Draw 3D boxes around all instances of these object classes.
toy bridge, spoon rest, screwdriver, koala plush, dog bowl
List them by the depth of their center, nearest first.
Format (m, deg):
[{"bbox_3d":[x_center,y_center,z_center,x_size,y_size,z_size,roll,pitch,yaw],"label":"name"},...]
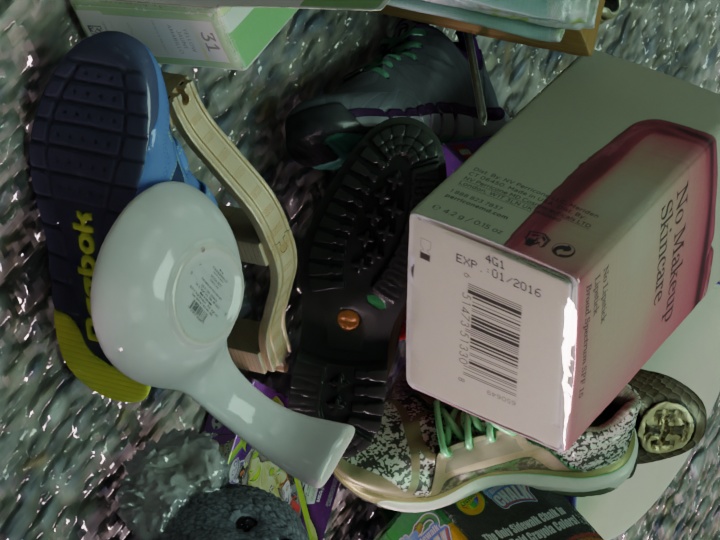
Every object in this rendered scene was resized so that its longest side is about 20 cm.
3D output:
[{"bbox_3d":[-0.076,0.037,1.256,0.099,0.061,0.200,-58,135,-25],"label":"spoon rest"},{"bbox_3d":[-0.089,0.189,1.301,0.177,0.184,0.200,43,44,-18],"label":"koala plush"},{"bbox_3d":[-0.069,-0.019,1.339,0.027,0.067,0.200,-51,137,-35],"label":"toy bridge"},{"bbox_3d":[0.062,-0.130,1.447,0.028,0.029,0.200,31,30,-20],"label":"screwdriver"},{"bbox_3d":[0.169,0.081,1.667,0.200,0.079,0.200,-41,146,-35],"label":"dog bowl"}]

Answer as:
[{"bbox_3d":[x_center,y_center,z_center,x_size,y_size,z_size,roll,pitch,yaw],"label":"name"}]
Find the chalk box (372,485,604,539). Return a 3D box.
[{"bbox_3d":[0.073,0.201,1.534,0.125,0.200,0.124,-9,139,-53],"label":"chalk box"}]

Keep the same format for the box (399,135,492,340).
[{"bbox_3d":[0.081,-0.025,1.525,0.200,0.039,0.137,-12,142,-55],"label":"box"}]

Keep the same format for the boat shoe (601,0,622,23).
[{"bbox_3d":[0.106,-0.221,1.539,0.200,0.068,0.075,44,63,-52],"label":"boat shoe"}]

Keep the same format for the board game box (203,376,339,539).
[{"bbox_3d":[-0.069,0.171,1.429,0.120,0.032,0.200,35,69,-59],"label":"board game box"}]

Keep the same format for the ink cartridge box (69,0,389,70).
[{"bbox_3d":[-0.029,-0.161,1.236,0.146,0.200,0.048,-53,136,-34],"label":"ink cartridge box"}]

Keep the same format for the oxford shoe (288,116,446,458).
[{"bbox_3d":[0.000,0.000,1.407,0.084,0.073,0.200,-80,-173,-70],"label":"oxford shoe"}]

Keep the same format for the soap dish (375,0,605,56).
[{"bbox_3d":[0.078,-0.237,1.412,0.081,0.157,0.200,37,66,-82],"label":"soap dish"}]

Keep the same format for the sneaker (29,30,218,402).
[{"bbox_3d":[-0.116,-0.034,1.263,0.082,0.074,0.200,-34,135,-46],"label":"sneaker"}]

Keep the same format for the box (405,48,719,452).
[{"bbox_3d":[0.123,-0.015,1.392,0.200,0.109,0.128,-43,145,-41],"label":"box"}]

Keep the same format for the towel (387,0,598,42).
[{"bbox_3d":[0.049,-0.227,1.349,0.048,0.200,0.171,64,40,-79],"label":"towel"}]

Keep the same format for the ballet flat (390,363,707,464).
[{"bbox_3d":[0.118,0.089,1.540,0.046,0.200,0.067,-80,179,-72],"label":"ballet flat"}]

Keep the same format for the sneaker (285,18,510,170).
[{"bbox_3d":[0.014,-0.109,1.456,0.200,0.074,0.088,-3,78,-57],"label":"sneaker"}]

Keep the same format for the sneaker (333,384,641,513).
[{"bbox_3d":[0.078,0.088,1.459,0.089,0.200,0.077,107,-26,-56],"label":"sneaker"}]
